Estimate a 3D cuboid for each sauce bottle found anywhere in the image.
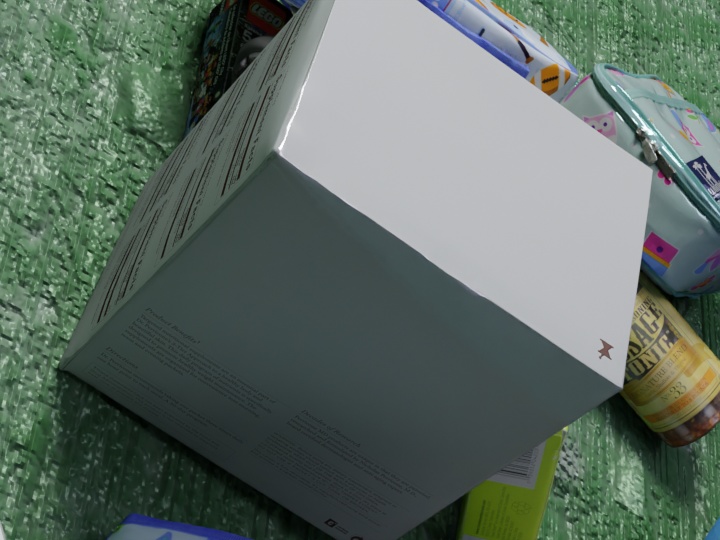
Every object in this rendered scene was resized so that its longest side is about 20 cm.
[{"bbox_3d":[0.158,0.023,1.080,0.200,0.066,0.066,46,41,-9],"label":"sauce bottle"}]

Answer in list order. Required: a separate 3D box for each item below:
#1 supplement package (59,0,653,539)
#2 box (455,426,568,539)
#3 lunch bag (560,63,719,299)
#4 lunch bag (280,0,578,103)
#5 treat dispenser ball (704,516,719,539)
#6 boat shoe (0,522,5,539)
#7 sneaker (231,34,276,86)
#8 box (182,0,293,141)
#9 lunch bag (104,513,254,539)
[{"bbox_3d":[0.000,0.000,0.812,0.191,0.200,0.148,34,44,-17],"label":"supplement package"},{"bbox_3d":[0.096,0.050,0.948,0.047,0.122,0.201,11,45,4],"label":"box"},{"bbox_3d":[0.203,-0.064,1.128,0.161,0.077,0.200,55,20,15],"label":"lunch bag"},{"bbox_3d":[0.020,-0.146,0.943,0.199,0.076,0.160,29,12,-28],"label":"lunch bag"},{"bbox_3d":[0.287,0.210,0.979,0.200,0.201,0.202,25,49,-32],"label":"treat dispenser ball"},{"bbox_3d":[-0.183,0.170,0.628,0.065,0.074,0.203,32,53,-30],"label":"boat shoe"},{"bbox_3d":[0.008,-0.062,0.926,0.200,0.066,0.091,44,39,-21],"label":"sneaker"},{"bbox_3d":[-0.009,-0.062,0.986,0.200,0.038,0.137,31,46,-28],"label":"box"},{"bbox_3d":[-0.056,0.203,0.698,0.199,0.128,0.170,26,40,9],"label":"lunch bag"}]
